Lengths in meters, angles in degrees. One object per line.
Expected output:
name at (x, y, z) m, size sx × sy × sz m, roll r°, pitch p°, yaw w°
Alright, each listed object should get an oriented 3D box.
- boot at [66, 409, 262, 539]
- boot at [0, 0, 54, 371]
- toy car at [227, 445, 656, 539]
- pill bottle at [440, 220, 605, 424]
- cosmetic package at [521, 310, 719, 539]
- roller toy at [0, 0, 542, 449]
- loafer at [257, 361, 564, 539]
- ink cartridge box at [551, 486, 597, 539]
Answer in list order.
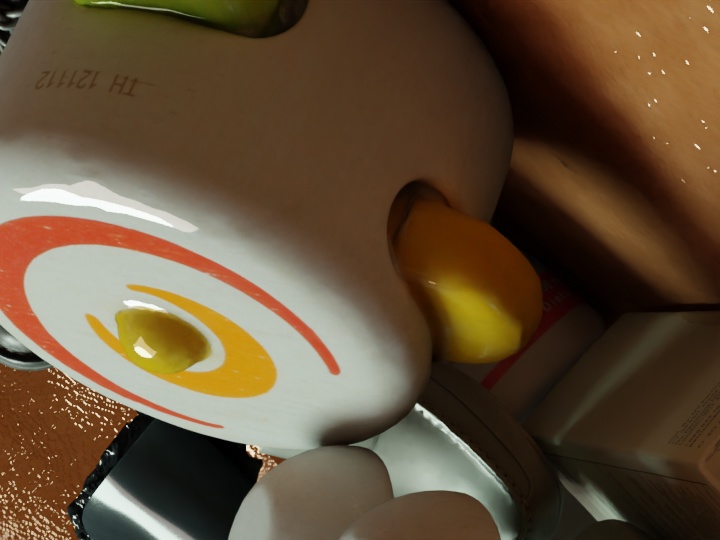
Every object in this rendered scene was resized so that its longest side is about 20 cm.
boot at (-0.043, 0.137, 0.956) m, size 0.168 × 0.077 × 0.200 m, roll 38°, pitch 161°, yaw 8°
boot at (-0.133, -0.075, 0.928) m, size 0.069 × 0.201 × 0.174 m, roll 9°, pitch 161°, yaw 5°
toy car at (0.043, 0.153, 0.759) m, size 0.174 × 0.151 × 0.200 m, roll 17°, pitch 179°, yaw -22°
pill bottle at (0.000, 0.000, 0.966) m, size 0.200 × 0.109 × 0.109 m, roll 42°, pitch 171°, yaw 12°
cosmetic package at (0.140, 0.073, 0.809) m, size 0.104 × 0.073 × 0.200 m, roll 45°, pitch 171°, yaw -9°
roller toy at (-0.046, -0.025, 0.789) m, size 0.199 × 0.140 × 0.182 m, roll 32°, pitch 152°, yaw -19°
loafer at (-0.013, 0.056, 0.884) m, size 0.199 × 0.070 × 0.070 m, roll 29°, pitch 124°, yaw 22°
ink cartridge box at (0.105, 0.142, 1.041) m, size 0.147 × 0.145 × 0.200 m, roll 48°, pitch 170°, yaw -24°
